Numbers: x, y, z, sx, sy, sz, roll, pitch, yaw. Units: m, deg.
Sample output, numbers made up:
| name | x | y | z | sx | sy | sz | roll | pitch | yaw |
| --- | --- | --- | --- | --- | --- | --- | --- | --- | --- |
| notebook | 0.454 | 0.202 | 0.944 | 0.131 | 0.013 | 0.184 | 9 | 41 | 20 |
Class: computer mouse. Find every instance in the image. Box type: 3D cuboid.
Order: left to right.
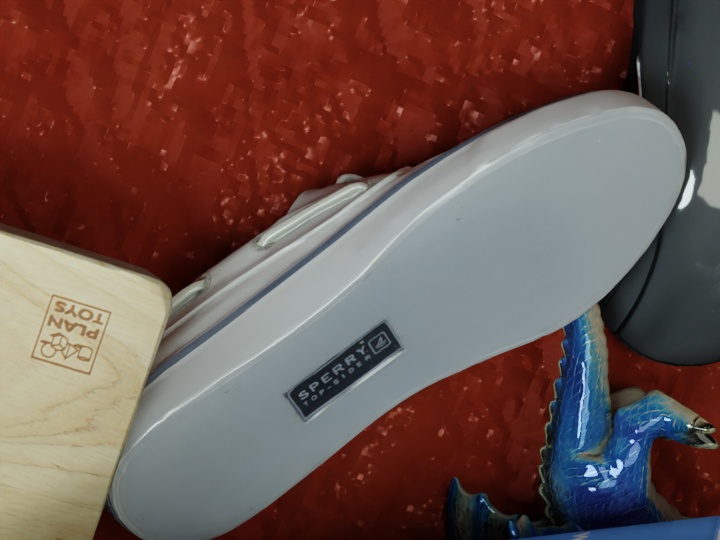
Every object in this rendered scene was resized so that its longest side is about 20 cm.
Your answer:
| name | x | y | z | sx | sy | sz | roll | pitch | yaw |
| --- | --- | --- | --- | --- | --- | --- | --- | --- | --- |
| computer mouse | 0.093 | -0.072 | 0.864 | 0.140 | 0.046 | 0.201 | 12 | 95 | -20 |

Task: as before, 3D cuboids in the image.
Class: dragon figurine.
| name | x | y | z | sx | sy | sz | roll | pitch | yaw |
| --- | --- | --- | --- | --- | --- | --- | --- | --- | --- |
| dragon figurine | 0.065 | 0.084 | 0.874 | 0.099 | 0.059 | 0.200 | -31 | 108 | -11 |

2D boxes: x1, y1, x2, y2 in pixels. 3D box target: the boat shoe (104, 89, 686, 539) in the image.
| name | x | y | z | sx | sy | sz | roll | pitch | yaw |
| --- | --- | --- | --- | --- | --- | --- | --- | --- | --- |
| boat shoe | 0.000 | 0.000 | 0.835 | 0.200 | 0.065 | 0.074 | -30 | 131 | -9 |

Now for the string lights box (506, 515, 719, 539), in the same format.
| name | x | y | z | sx | sy | sz | roll | pitch | yaw |
| --- | --- | --- | --- | --- | --- | --- | --- | --- | --- |
| string lights box | 0.045 | 0.135 | 0.823 | 0.199 | 0.059 | 0.103 | -8 | 108 | 15 |

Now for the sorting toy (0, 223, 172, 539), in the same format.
| name | x | y | z | sx | sy | sz | roll | pitch | yaw |
| --- | --- | --- | --- | --- | --- | --- | --- | --- | --- |
| sorting toy | -0.181 | 0.063 | 0.784 | 0.199 | 0.070 | 0.199 | 18 | 95 | -19 |
